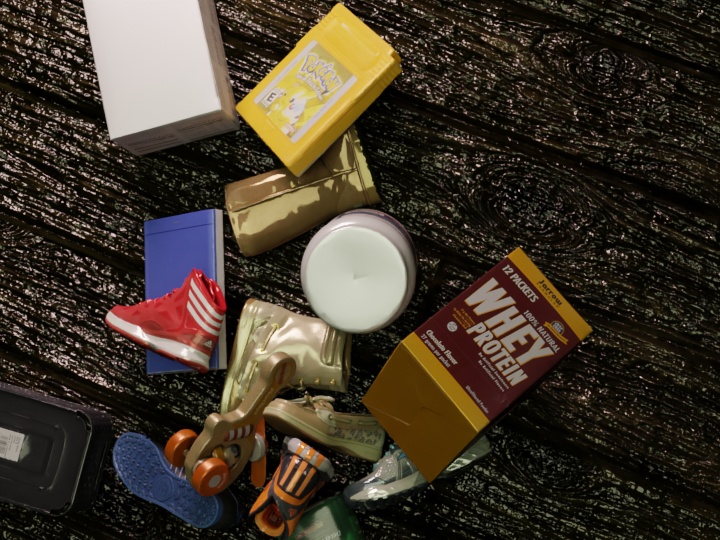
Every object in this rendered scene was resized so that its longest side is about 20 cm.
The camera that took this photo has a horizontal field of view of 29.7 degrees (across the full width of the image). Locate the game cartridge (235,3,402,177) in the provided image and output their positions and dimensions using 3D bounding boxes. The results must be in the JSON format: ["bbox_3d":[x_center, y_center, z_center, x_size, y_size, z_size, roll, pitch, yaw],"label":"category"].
[{"bbox_3d":[-0.054,-0.237,1.748,0.200,0.032,0.176,-46,43,3],"label":"game cartridge"}]

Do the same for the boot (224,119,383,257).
[{"bbox_3d":[-0.087,-0.132,1.774,0.197,0.066,0.178,-19,80,8],"label":"boot"}]

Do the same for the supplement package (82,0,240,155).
[{"bbox_3d":[-0.262,-0.275,1.792,0.153,0.111,0.203,-14,81,7],"label":"supplement package"}]

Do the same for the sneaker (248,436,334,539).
[{"bbox_3d":[-0.091,0.267,1.656,0.077,0.200,0.113,32,80,8],"label":"sneaker"}]

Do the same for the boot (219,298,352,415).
[{"bbox_3d":[-0.094,0.149,1.742,0.153,0.073,0.203,11,83,8],"label":"boot"}]

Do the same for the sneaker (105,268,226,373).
[{"bbox_3d":[-0.236,0.051,1.726,0.198,0.078,0.117,20,80,40],"label":"sneaker"}]

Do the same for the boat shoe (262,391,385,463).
[{"bbox_3d":[-0.042,0.186,1.681,0.073,0.199,0.064,10,77,42],"label":"boat shoe"}]

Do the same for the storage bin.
[{"bbox_3d":[-0.438,0.229,1.772,0.197,0.094,0.137,14,86,9],"label":"storage bin"}]

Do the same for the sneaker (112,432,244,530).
[{"bbox_3d":[-0.235,0.276,1.754,0.199,0.078,0.071,31,92,32],"label":"sneaker"}]

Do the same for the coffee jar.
[{"bbox_3d":[-0.020,0.387,1.695,0.103,0.085,0.202,-29,81,4],"label":"coffee jar"}]

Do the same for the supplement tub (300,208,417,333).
[{"bbox_3d":[0.000,0.000,1.667,0.138,0.200,0.143,0,96,4],"label":"supplement tub"}]

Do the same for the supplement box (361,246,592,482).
[{"bbox_3d":[0.134,0.114,1.612,0.199,0.198,0.133,-37,78,-27],"label":"supplement box"}]

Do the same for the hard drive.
[{"bbox_3d":[-0.230,0.030,1.767,0.131,0.025,0.204,-7,82,38],"label":"hard drive"}]

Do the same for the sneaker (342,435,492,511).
[{"bbox_3d":[0.062,0.235,1.703,0.198,0.078,0.087,-22,72,-13],"label":"sneaker"}]

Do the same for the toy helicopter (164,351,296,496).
[{"bbox_3d":[-0.138,0.190,1.666,0.079,0.132,0.201,36,92,38],"label":"toy helicopter"}]
